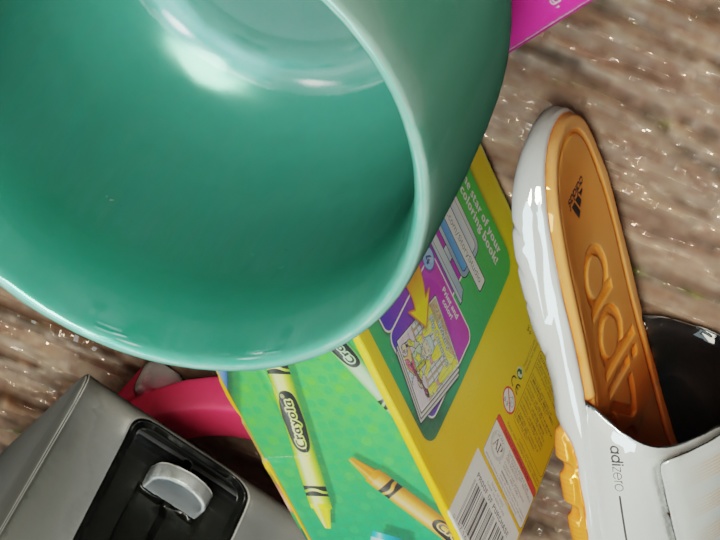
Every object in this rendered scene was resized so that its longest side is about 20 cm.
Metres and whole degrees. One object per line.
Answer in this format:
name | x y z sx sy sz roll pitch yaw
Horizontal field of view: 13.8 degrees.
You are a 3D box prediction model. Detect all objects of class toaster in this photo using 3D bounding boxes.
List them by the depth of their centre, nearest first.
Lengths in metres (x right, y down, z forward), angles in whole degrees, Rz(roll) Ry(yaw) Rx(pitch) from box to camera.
toaster | -0.075 0.151 1.061 0.180 0.119 0.200 34 146 -10

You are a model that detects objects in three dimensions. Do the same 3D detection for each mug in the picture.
mug | -0.051 -0.070 0.794 0.184 0.115 0.153 16 132 12

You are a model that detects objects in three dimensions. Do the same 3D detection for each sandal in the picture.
sandal | 0.100 0.040 0.988 0.059 0.079 0.207 0 127 26

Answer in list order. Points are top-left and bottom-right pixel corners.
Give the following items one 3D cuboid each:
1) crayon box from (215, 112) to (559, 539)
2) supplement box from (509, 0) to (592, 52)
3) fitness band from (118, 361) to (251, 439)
crayon box | 0.000 0.000 0.968 0.058 0.119 0.200 -8 125 29
supplement box | 0.047 -0.136 0.844 0.200 0.101 0.103 -29 112 38
fitness band | -0.051 0.109 1.144 0.143 0.038 0.200 32 134 -10
